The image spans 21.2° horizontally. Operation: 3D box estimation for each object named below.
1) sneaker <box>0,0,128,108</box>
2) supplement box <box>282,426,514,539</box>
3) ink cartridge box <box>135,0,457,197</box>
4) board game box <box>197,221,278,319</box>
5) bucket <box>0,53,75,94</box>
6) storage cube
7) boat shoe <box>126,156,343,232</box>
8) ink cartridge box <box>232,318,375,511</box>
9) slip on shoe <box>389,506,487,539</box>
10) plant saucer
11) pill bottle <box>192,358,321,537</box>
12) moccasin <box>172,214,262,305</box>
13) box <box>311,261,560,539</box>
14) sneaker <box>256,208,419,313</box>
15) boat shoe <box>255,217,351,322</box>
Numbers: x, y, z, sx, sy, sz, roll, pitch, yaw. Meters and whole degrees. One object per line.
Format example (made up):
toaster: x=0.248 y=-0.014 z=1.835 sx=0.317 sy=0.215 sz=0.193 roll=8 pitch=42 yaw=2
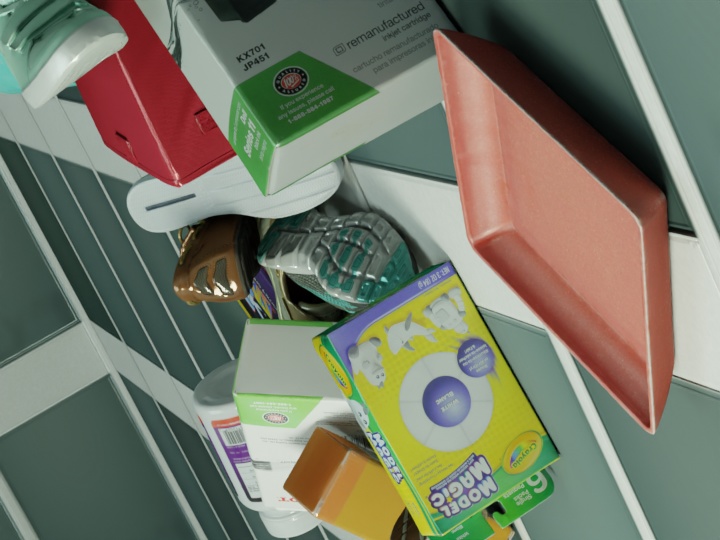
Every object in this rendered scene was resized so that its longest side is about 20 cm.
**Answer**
sneaker: x=-0.220 y=-0.173 z=1.255 sx=0.118 sy=0.074 sz=0.200 roll=56 pitch=166 yaw=-13
supplement box: x=0.034 y=0.205 z=1.643 sx=0.200 sy=0.067 sz=0.069 roll=30 pitch=179 yaw=-31
ink cartridge box: x=-0.051 y=-0.172 z=1.221 sx=0.200 sy=0.146 sz=0.083 roll=55 pitch=163 yaw=15
board game box: x=-0.089 y=0.003 z=1.873 sx=0.200 sy=0.057 sz=0.165 roll=53 pitch=165 yaw=23
bucket: x=-0.282 y=-0.257 z=1.739 sx=0.135 sy=0.207 sz=0.207 roll=8 pitch=128 yaw=60
storage cube: x=-0.127 y=-0.191 z=1.389 sx=0.200 sy=0.171 sz=0.180 roll=32 pitch=149 yaw=61
boat shoe: x=-0.102 y=-0.085 z=1.597 sx=0.200 sy=0.071 sz=0.072 roll=-7 pitch=121 yaw=25
ink cartridge box: x=-0.023 y=0.132 z=1.698 sx=0.200 sy=0.145 sz=0.084 roll=81 pitch=-166 yaw=-55
slip on shoe: x=0.074 y=0.193 z=1.548 sx=0.061 sy=0.076 sz=0.200 roll=47 pitch=-162 yaw=-8
plant saucer: x=0.122 y=-0.029 z=1.140 sx=0.200 sy=0.037 sz=0.200 roll=49 pitch=162 yaw=38
pill bottle: x=-0.108 y=0.207 z=2.226 sx=0.111 sy=0.111 sz=0.200 roll=33 pitch=150 yaw=60
moccasin: x=-0.125 y=-0.011 z=1.643 sx=0.201 sy=0.078 sz=0.074 roll=-87 pitch=-15 yaw=-71
box: x=0.063 y=0.108 z=1.445 sx=0.200 sy=0.117 sz=0.048 roll=60 pitch=161 yaw=-5
sneaker: x=0.000 y=0.000 z=1.574 sx=0.091 sy=0.078 sz=0.200 roll=38 pitch=172 yaw=-32
boat shoe: x=-0.039 y=0.027 z=1.719 sx=0.200 sy=0.074 sz=0.066 roll=64 pitch=170 yaw=-16
